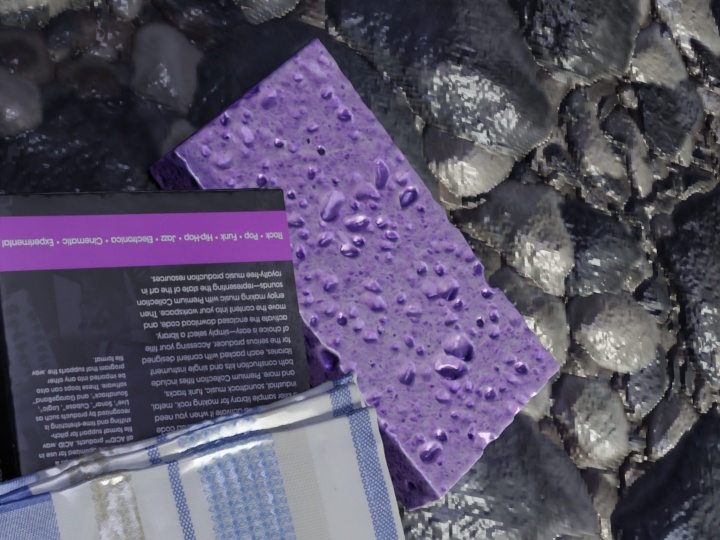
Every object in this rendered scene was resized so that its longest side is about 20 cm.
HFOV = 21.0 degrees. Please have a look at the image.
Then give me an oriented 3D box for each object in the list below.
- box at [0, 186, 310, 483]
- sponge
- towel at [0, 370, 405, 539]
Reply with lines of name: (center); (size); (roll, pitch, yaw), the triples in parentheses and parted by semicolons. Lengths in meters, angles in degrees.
box: (-0.085, 0.068, 0.798); (0.142, 0.036, 0.202); (-2, 79, -35)
sponge: (0.000, 0.000, 0.908); (0.201, 0.030, 0.111); (53, 50, -5)
towel: (-0.062, 0.133, 0.764); (0.199, 0.024, 0.148); (-14, 91, -35)
